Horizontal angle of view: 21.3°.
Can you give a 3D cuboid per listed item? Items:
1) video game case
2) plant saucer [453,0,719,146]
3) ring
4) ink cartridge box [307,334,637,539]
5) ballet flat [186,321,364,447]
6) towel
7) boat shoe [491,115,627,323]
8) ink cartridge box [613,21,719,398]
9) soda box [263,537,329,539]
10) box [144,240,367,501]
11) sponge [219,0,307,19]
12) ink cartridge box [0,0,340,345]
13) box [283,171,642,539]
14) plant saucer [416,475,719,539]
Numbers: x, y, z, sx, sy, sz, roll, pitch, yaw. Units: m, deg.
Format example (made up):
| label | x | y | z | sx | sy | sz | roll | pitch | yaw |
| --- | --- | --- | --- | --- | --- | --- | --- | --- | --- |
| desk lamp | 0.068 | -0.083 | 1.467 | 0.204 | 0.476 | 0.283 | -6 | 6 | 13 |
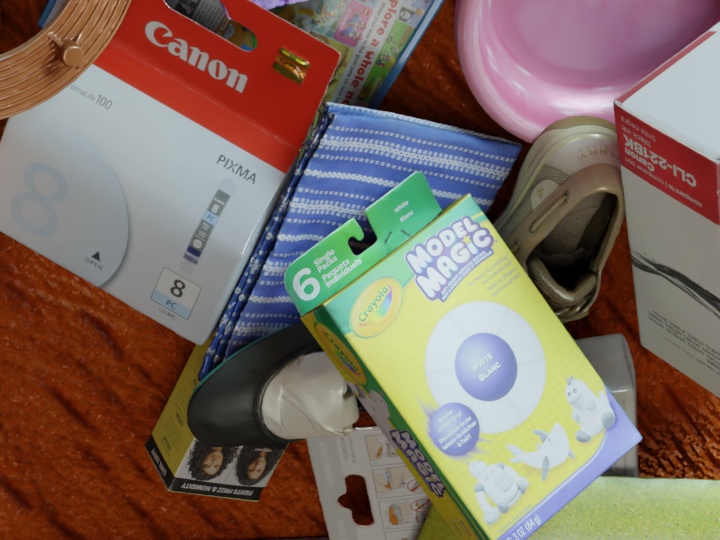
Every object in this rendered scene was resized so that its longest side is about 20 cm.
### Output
| label | x | y | z | sx | sy | sz | roll | pitch | yaw |
| --- | --- | --- | --- | --- | --- | --- | --- | --- | --- |
| video game case | -0.068 | -0.156 | 1.120 | 0.200 | 0.018 | 0.143 | 28 | 111 | -14 |
| plant saucer | 0.147 | -0.159 | 1.086 | 0.200 | 0.051 | 0.201 | -7 | 131 | -9 |
| ring | -0.204 | -0.170 | 1.004 | 0.200 | 0.019 | 0.201 | -14 | 120 | -25 |
| ink cartridge box | 0.073 | 0.118 | 1.204 | 0.200 | 0.047 | 0.160 | -7 | 140 | 3 |
| ballet flat | -0.004 | 0.055 | 1.114 | 0.200 | 0.068 | 0.068 | -26 | 121 | -16 |
| towel | 0.000 | 0.000 | 1.135 | 0.145 | 0.024 | 0.200 | 8 | 119 | -35 |
| boat shoe | 0.111 | -0.001 | 1.149 | 0.072 | 0.065 | 0.200 | 5 | 137 | -17 |
| ink cartridge box | 0.229 | -0.042 | 1.089 | 0.144 | 0.084 | 0.200 | -36 | 137 | -21 |
| soda box | -0.109 | 0.226 | 1.276 | 0.200 | 0.063 | 0.068 | -2 | 116 | -1 |
| box | -0.058 | 0.049 | 1.189 | 0.075 | 0.050 | 0.200 | 13 | 116 | -35 |
| sponge | 0.007 | -0.214 | 1.062 | 0.200 | 0.030 | 0.112 | -14 | 124 | -5 |
| ink cartridge box | -0.119 | -0.075 | 1.097 | 0.160 | 0.047 | 0.200 | 30 | 125 | 6 |
| box | 0.056 | 0.049 | 1.077 | 0.117 | 0.048 | 0.200 | -37 | 92 | -22 |
| plant saucer | 0.129 | 0.206 | 1.231 | 0.200 | 0.048 | 0.200 | 4 | 139 | -13 |
